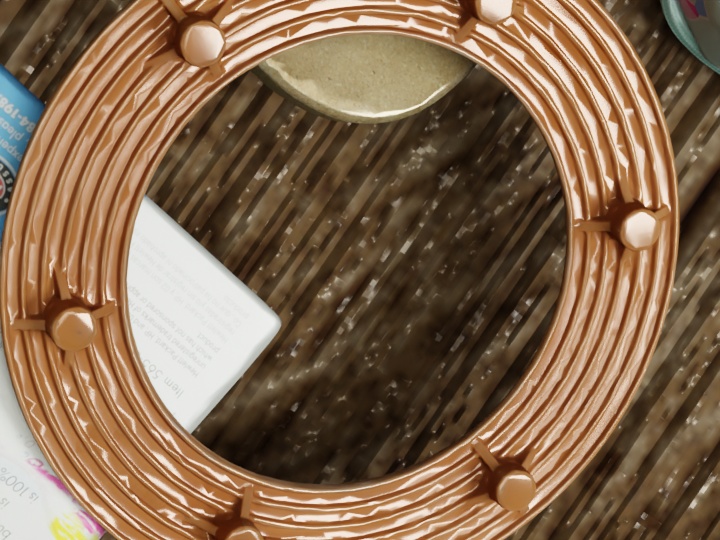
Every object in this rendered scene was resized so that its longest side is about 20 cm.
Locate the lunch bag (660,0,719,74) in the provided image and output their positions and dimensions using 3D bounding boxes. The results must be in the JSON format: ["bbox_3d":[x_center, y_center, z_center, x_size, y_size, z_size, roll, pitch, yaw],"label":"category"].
[{"bbox_3d":[0.189,-0.127,0.836,0.160,0.077,0.200,29,88,-11],"label":"lunch bag"}]

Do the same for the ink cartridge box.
[{"bbox_3d":[-0.133,0.049,0.783,0.115,0.068,0.200,42,86,-17],"label":"ink cartridge box"}]

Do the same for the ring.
[{"bbox_3d":[0.000,0.000,0.764,0.200,0.019,0.201,-6,109,-18],"label":"ring"}]

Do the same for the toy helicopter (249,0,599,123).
[{"bbox_3d":[0.034,-0.131,0.799,0.132,0.079,0.200,31,82,-14],"label":"toy helicopter"}]
